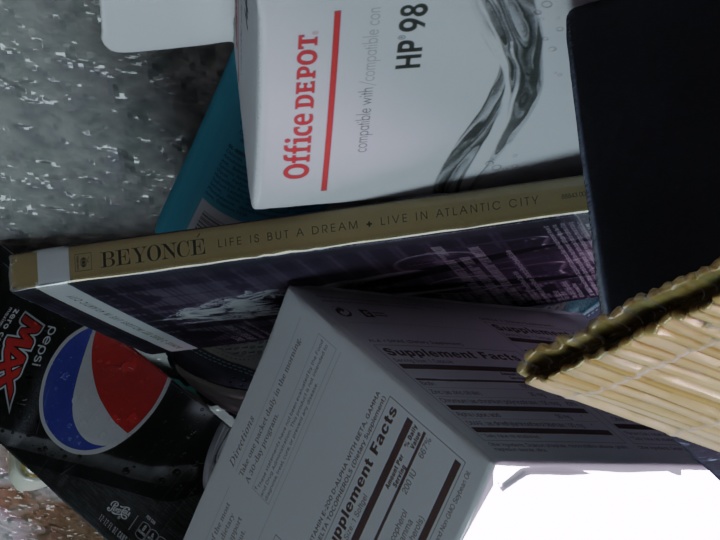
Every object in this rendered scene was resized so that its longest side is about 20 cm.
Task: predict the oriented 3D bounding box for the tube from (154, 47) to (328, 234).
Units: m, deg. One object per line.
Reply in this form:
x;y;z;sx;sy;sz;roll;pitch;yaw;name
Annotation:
-0.020;-0.058;0.775;0.077;0.051;0.200;1;150;-23;tube

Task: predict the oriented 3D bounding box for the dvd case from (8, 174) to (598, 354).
0.000;0.000;0.761;0.198;0.016;0.149;-8;169;11;dvd case

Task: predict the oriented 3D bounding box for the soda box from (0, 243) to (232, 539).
-0.091;0.070;0.887;0.200;0.063;0.071;34;172;39;soda box

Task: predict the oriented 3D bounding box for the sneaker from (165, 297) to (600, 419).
0.019;0.007;0.874;0.198;0.078;0.087;-3;136;6;sneaker

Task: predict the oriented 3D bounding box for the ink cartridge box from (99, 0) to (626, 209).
0.023;-0.077;0.661;0.198;0.067;0.116;-5;152;-6;ink cartridge box

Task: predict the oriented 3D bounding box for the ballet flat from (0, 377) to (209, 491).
-0.165;0.068;1.009;0.199;0.064;0.067;15;151;-16;ballet flat

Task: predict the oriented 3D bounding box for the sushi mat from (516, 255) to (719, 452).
0.137;0.033;0.558;0.199;0.012;0.095;21;141;-41;sushi mat

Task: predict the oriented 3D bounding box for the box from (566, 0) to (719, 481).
0.187;-0.011;0.626;0.199;0.118;0.197;-16;152;23;box

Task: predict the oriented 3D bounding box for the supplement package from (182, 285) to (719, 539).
0.023;0.122;0.775;0.155;0.111;0.201;6;115;-45;supplement package

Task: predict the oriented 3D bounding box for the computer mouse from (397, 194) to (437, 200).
0.093;-0.035;0.792;0.198;0.044;0.110;-5;151;19;computer mouse
